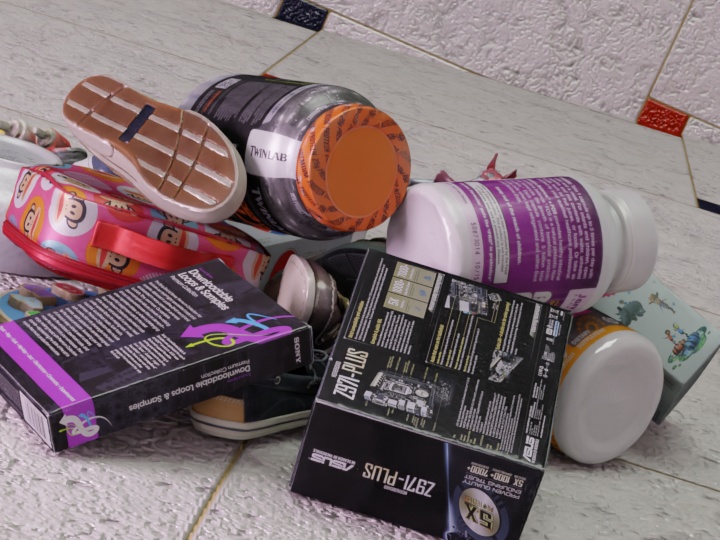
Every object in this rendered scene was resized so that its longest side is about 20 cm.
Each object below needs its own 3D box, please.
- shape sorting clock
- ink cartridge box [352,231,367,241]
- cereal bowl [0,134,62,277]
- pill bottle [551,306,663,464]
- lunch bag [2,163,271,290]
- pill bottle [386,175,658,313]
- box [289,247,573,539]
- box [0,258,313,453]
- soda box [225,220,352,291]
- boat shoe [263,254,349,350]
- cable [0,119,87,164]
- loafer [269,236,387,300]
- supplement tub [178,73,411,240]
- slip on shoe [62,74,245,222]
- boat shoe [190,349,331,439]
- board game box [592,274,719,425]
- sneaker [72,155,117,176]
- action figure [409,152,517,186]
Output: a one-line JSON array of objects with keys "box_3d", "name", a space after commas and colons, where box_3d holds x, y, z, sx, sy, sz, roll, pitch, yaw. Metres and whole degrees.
[{"box_3d": [-0.183, 0.044, 1.590, 0.200, 0.039, 0.200, 16, 14, -4], "name": "shape sorting clock"}, {"box_3d": [-0.068, -0.060, 2.065, 0.200, 0.067, 0.117, 8, 16, -32], "name": "ink cartridge box"}, {"box_3d": [-0.313, -0.067, 1.780, 0.200, 0.083, 0.200, 17, 13, -4], "name": "cereal bowl"}, {"box_3d": [0.145, 0.070, 1.711, 0.116, 0.117, 0.200, 4, 19, -43], "name": "pill bottle"}, {"box_3d": [-0.174, -0.022, 1.649, 0.200, 0.082, 0.176, 17, 4, -26], "name": "lunch bag"}, {"box_3d": [0.130, -0.018, 1.622, 0.200, 0.112, 0.112, -4, 22, -27], "name": "pill bottle"}, {"box_3d": [0.054, 0.091, 1.468, 0.164, 0.086, 0.200, 17, 34, 1], "name": "box"}, {"box_3d": [-0.152, 0.055, 1.441, 0.200, 0.036, 0.143, -19, 29, -24], "name": "box"}, {"box_3d": [-0.081, -0.012, 1.861, 0.064, 0.068, 0.200, 23, 15, 21], "name": "soda box"}, {"box_3d": [-0.040, 0.033, 1.640, 0.059, 0.072, 0.200, 12, -11, -10], "name": "boat shoe"}, {"box_3d": [-0.271, -0.106, 1.940, 0.097, 0.050, 0.200, 1, -5, 26], "name": "cable"}, {"box_3d": [0.000, 0.000, 1.746, 0.200, 0.072, 0.063, -9, 25, 49], "name": "loafer"}, {"box_3d": [-0.056, -0.090, 1.634, 0.122, 0.123, 0.200, 7, 4, -35], "name": "supplement tub"}, {"box_3d": [-0.155, -0.087, 1.610, 0.200, 0.076, 0.061, 29, -18, 36], "name": "slip on shoe"}, {"box_3d": [-0.060, 0.079, 1.540, 0.075, 0.062, 0.200, 12, 10, 25], "name": "boat shoe"}, {"box_3d": [0.211, 0.033, 1.790, 0.200, 0.064, 0.148, 40, -15, 10], "name": "board game box"}, {"box_3d": [-0.149, -0.077, 1.815, 0.077, 0.146, 0.202, 66, 9, 17], "name": "sneaker"}, {"box_3d": [0.087, -0.016, 1.825, 0.149, 0.200, 0.134, 24, 33, -25], "name": "action figure"}]
